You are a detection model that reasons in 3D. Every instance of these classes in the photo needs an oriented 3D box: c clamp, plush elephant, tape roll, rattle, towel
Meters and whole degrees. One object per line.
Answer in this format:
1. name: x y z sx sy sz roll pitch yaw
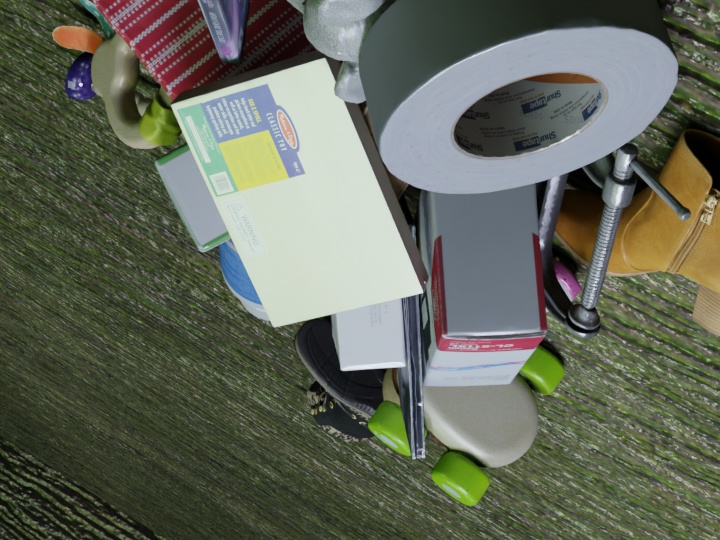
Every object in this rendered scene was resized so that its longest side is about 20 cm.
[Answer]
1. c clamp: 0.166 -0.027 1.099 0.201 0.027 0.171 101 151 -45
2. plush elephant: -0.007 -0.205 0.993 0.199 0.155 0.165 28 155 16
3. tape roll: 0.101 -0.126 0.965 0.199 0.067 0.201 -11 157 -5
4. rattle: -0.184 -0.193 1.410 0.200 0.142 0.131 31 128 48
5. towel: -0.102 -0.193 1.135 0.200 0.144 0.022 51 -176 -3

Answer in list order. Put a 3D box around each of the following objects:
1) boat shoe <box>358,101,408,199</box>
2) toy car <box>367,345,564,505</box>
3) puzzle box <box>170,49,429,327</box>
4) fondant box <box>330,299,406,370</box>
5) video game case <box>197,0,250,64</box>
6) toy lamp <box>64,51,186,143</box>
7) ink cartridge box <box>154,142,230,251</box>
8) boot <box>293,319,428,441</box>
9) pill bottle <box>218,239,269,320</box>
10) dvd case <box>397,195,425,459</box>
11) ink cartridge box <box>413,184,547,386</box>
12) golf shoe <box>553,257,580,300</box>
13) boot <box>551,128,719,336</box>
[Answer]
1. boat shoe: 0.024 -0.109 1.111 0.071 0.065 0.201 4 125 -20
2. toy car: 0.084 0.130 1.512 0.158 0.165 0.200 39 166 -9
3. puzzle box: -0.043 -0.059 1.113 0.132 0.025 0.201 -12 115 23
4. fondant box: 0.000 0.000 1.297 0.058 0.145 0.200 -5 -174 -2
5. video game case: -0.087 -0.234 1.004 0.019 0.144 0.200 8 174 0
6. toy lamp: -0.200 -0.153 1.469 0.199 0.058 0.058 26 155 19
7. ink cartridge box: -0.091 -0.085 1.255 0.084 0.144 0.200 61 175 -3
8. boot: -0.022 0.139 1.765 0.200 0.073 0.150 37 157 -18
9. pill bottle: -0.087 -0.028 1.484 0.112 0.113 0.200 30 155 12
10. dvd case: 0.040 0.044 1.292 0.016 0.202 0.149 -3 -166 -2
11. ink cartridge box: 0.091 0.005 1.198 0.082 0.147 0.200 -3 165 -3
12. golf shoe: 0.112 0.027 1.352 0.199 0.092 0.075 -1 137 51
13. boot: 0.226 -0.051 1.108 0.201 0.071 0.145 36 144 30
